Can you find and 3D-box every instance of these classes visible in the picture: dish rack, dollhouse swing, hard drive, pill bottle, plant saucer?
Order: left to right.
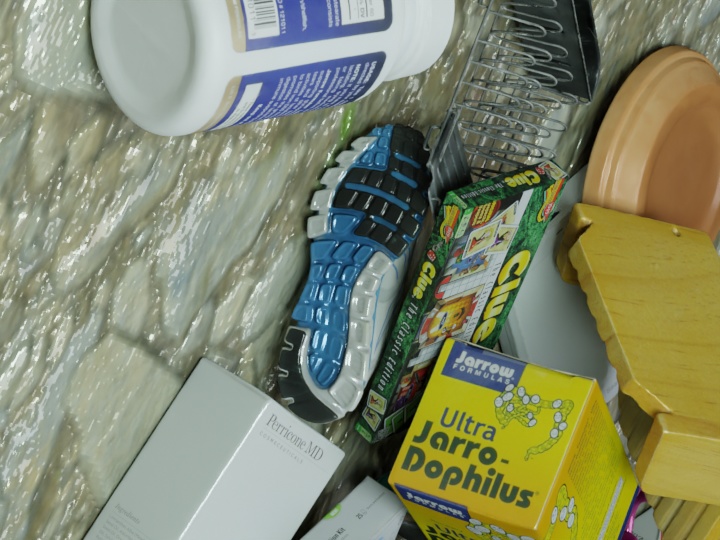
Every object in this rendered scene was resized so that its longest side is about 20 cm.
[{"bbox_3d":[-0.046,-0.147,1.221,0.199,0.115,0.117,-14,121,-42],"label":"pill bottle"},{"bbox_3d":[0.099,-0.101,1.399,0.154,0.054,0.201,66,41,-56],"label":"dish rack"},{"bbox_3d":[0.159,0.032,1.616,0.132,0.026,0.201,-41,136,-23],"label":"hard drive"},{"bbox_3d":[0.194,0.094,1.513,0.180,0.201,0.176,11,135,-32],"label":"dollhouse swing"},{"bbox_3d":[0.233,-0.067,1.603,0.200,0.037,0.202,-27,125,-46],"label":"plant saucer"}]

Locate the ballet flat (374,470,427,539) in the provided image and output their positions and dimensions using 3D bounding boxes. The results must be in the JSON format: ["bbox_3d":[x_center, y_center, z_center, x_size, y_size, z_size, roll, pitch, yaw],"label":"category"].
[{"bbox_3d":[0.074,0.179,1.580,0.199,0.068,0.069,-8,129,-45],"label":"ballet flat"}]

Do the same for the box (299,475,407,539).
[{"bbox_3d":[-0.051,0.247,1.427,0.200,0.041,0.157,-37,154,-50],"label":"box"}]

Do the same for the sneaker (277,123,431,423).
[{"bbox_3d":[0.000,0.000,1.407,0.087,0.074,0.202,0,110,-76],"label":"sneaker"}]

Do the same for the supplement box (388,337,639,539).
[{"bbox_3d":[0.108,0.145,1.434,0.110,0.108,0.200,-66,155,-19],"label":"supplement box"}]

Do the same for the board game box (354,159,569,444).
[{"bbox_3d":[0.066,0.022,1.399,0.104,0.023,0.201,-22,143,-44],"label":"board game box"}]

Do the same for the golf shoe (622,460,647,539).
[{"bbox_3d":[0.167,0.231,1.688,0.075,0.091,0.202,0,113,-48],"label":"golf shoe"}]

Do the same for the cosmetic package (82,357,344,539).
[{"bbox_3d":[-0.109,0.171,1.371,0.201,0.071,0.101,-58,140,-6],"label":"cosmetic package"}]

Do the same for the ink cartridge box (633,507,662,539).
[{"bbox_3d":[0.254,0.287,1.846,0.199,0.047,0.161,-28,129,-32],"label":"ink cartridge box"}]
